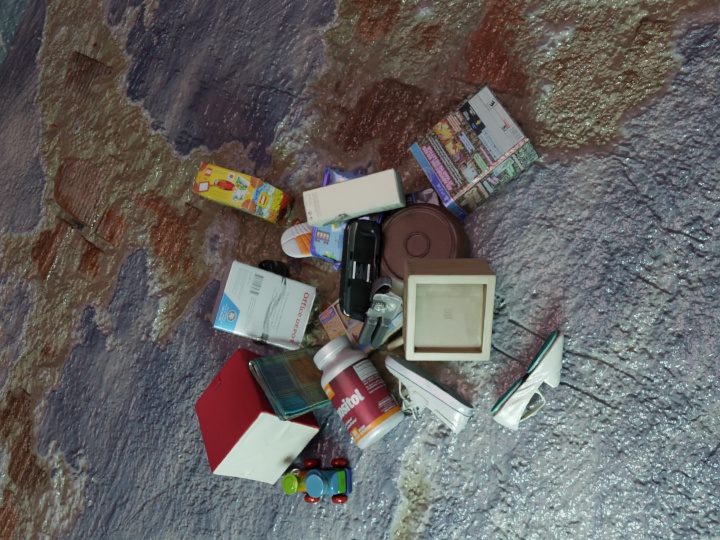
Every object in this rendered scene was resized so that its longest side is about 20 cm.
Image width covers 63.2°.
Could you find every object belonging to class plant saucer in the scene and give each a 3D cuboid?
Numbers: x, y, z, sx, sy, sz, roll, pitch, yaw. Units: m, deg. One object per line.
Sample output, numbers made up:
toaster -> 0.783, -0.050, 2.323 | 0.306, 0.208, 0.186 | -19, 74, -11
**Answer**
plant saucer -> 0.114, -0.045, 1.162 | 0.194, 0.035, 0.207 | -4, 74, 13

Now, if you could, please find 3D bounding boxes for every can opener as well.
can opener -> 0.036, 0.081, 1.117 | 0.052, 0.201, 0.069 | 9, 59, -6

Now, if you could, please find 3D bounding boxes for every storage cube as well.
storage cube -> -0.219, 0.307, 1.230 | 0.201, 0.169, 0.181 | -48, 43, 12

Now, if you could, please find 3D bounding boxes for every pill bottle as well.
pill bottle -> -0.009, 0.238, 1.166 | 0.112, 0.112, 0.202 | -40, 72, 15

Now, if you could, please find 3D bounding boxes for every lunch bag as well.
lunch bag -> -0.023, -0.100, 1.257 | 0.146, 0.094, 0.206 | 15, 84, 16

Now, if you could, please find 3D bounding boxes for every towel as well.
towel -> -0.119, 0.223, 1.205 | 0.148, 0.197, 0.022 | 51, 126, 27

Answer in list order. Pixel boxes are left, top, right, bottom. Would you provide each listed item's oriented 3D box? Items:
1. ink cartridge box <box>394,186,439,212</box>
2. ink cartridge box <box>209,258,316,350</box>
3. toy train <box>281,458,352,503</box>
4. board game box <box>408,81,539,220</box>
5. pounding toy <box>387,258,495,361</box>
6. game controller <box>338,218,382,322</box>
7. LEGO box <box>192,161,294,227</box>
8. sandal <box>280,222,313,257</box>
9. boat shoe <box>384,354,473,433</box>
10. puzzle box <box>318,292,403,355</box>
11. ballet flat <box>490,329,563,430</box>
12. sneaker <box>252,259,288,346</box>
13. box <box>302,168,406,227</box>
ink cartridge box -> 0.131, -0.064, 1.201 | 0.096, 0.039, 0.206 | -15, 72, 9
ink cartridge box -> -0.214, 0.076, 1.287 | 0.083, 0.195, 0.149 | 10, 81, 69
toy train -> -0.124, 0.436, 1.203 | 0.195, 0.115, 0.088 | -11, 73, 27
board game box -> 0.224, -0.234, 1.163 | 0.198, 0.096, 0.162 | -37, 63, 18
pounding toy -> 0.143, 0.084, 1.091 | 0.178, 0.143, 0.207 | 0, 108, 0
game controller -> 0.000, 0.000, 1.190 | 0.102, 0.042, 0.207 | 10, 99, 38
LEGO box -> -0.283, -0.183, 1.417 | 0.196, 0.148, 0.079 | 20, 88, 31
sandal -> -0.079, -0.073, 1.331 | 0.200, 0.059, 0.081 | -16, 67, 3
boat shoe -> 0.118, 0.248, 1.136 | 0.199, 0.074, 0.088 | 31, 97, 22
puzzle box -> 0.011, 0.096, 1.232 | 0.199, 0.025, 0.135 | -41, 68, 24
ballet flat -> 0.313, 0.200, 1.040 | 0.069, 0.069, 0.202 | 42, 105, 30
sneaker -> -0.231, 0.072, 1.371 | 0.073, 0.079, 0.207 | 7, 84, 30
box -> -0.011, -0.144, 1.177 | 0.194, 0.082, 0.071 | -12, 88, 16
